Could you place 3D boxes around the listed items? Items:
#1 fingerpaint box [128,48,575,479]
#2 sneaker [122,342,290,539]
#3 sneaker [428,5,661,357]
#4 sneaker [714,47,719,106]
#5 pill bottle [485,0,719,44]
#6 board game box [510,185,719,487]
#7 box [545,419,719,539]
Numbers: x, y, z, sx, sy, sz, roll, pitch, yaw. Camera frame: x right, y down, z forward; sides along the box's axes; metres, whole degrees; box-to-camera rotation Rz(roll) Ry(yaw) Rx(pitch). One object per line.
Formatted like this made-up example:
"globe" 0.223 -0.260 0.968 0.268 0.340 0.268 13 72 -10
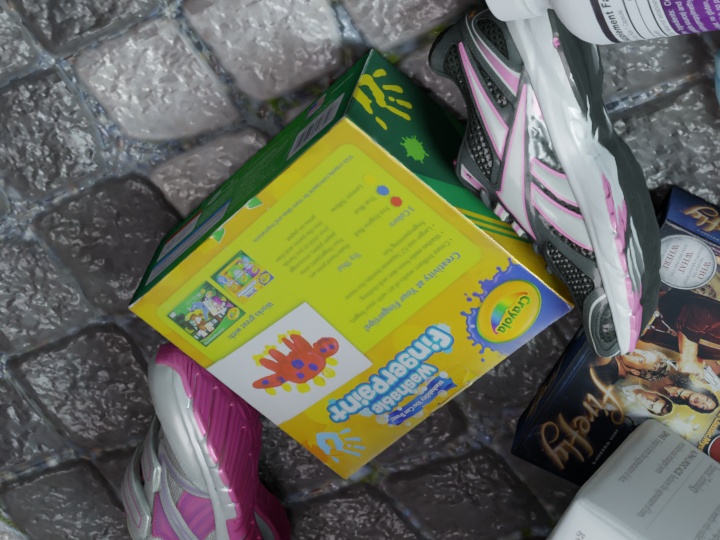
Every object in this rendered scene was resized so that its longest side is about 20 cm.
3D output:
"fingerpaint box" 0.000 0.000 1.446 0.167 0.073 0.200 39 128 -14
"sneaker" -0.105 0.127 1.561 0.088 0.081 0.200 -1 126 14
"sneaker" 0.095 -0.050 1.362 0.086 0.080 0.200 -14 97 24
"sneaker" 0.267 -0.104 1.288 0.200 0.074 0.082 -16 124 25
"pill bottle" 0.158 -0.169 1.241 0.200 0.112 0.112 -5 126 20
"board game box" 0.187 0.059 1.463 0.135 0.035 0.200 25 130 -5
"box" 0.137 0.210 1.394 0.131 0.200 0.199 35 107 9
